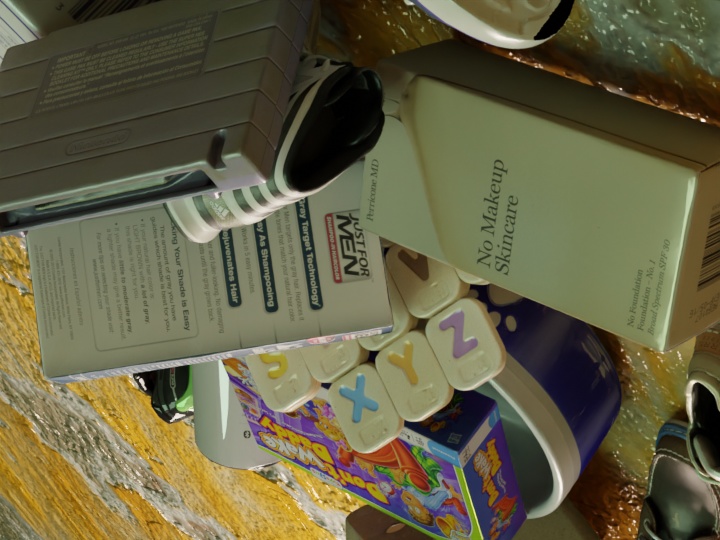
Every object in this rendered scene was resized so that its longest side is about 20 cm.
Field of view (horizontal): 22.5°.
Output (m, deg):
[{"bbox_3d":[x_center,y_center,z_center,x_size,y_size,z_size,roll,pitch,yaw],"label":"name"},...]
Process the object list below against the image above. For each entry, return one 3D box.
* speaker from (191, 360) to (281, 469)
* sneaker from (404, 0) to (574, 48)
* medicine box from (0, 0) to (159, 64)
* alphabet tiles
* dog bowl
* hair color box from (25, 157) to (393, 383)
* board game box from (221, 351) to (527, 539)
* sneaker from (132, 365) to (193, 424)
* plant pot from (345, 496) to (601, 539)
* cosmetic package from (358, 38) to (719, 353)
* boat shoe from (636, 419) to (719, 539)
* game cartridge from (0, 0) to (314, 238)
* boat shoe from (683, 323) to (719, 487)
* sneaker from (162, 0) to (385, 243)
[{"bbox_3d":[-0.081,0.039,1.277,0.081,0.081,0.200,24,131,31],"label":"speaker"},{"bbox_3d":[0.008,-0.177,0.921,0.200,0.081,0.146,38,166,-7],"label":"sneaker"},{"bbox_3d":[-0.172,-0.126,1.147,0.182,0.103,0.200,46,155,-12],"label":"medicine box"},{"bbox_3d":[0.000,0.000,1.095,0.200,0.015,0.196,-34,71,27],"label":"alphabet tiles"},{"bbox_3d":[0.068,0.068,1.188,0.200,0.079,0.200,31,153,18],"label":"dog bowl"},{"bbox_3d":[-0.086,0.002,1.043,0.061,0.200,0.100,80,-179,-83],"label":"hair color box"},{"bbox_3d":[0.006,0.101,1.182,0.200,0.045,0.135,23,150,31],"label":"board game box"},{"bbox_3d":[-0.146,0.058,1.444,0.077,0.084,0.200,52,-173,-19],"label":"sneaker"},{"bbox_3d":[0.094,0.242,1.309,0.200,0.200,0.177,-145,33,-73],"label":"plant pot"},{"bbox_3d":[0.101,-0.044,0.955,0.200,0.073,0.104,22,118,33],"label":"cosmetic package"},{"bbox_3d":[0.218,0.177,1.192,0.072,0.072,0.200,23,150,33],"label":"boat shoe"},{"bbox_3d":[-0.122,-0.086,0.959,0.200,0.130,0.038,-9,137,31],"label":"game cartridge"},{"bbox_3d":[0.223,0.097,1.058,0.075,0.068,0.200,20,148,38],"label":"boat shoe"},{"bbox_3d":[-0.027,-0.100,0.990,0.115,0.201,0.076,-12,131,29],"label":"sneaker"}]
